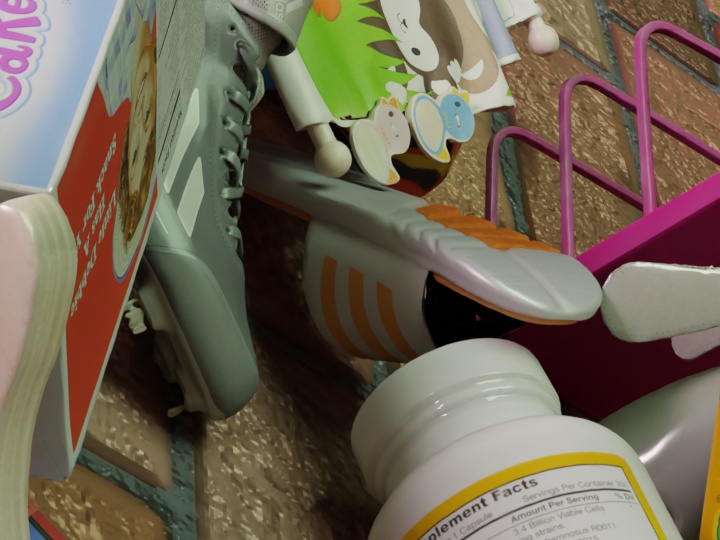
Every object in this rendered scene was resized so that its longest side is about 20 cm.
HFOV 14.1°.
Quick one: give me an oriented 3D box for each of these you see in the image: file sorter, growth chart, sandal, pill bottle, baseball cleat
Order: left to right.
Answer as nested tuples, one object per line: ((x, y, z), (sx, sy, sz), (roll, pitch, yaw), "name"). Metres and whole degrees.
((-0.054, -0.053, 1.005), (0.070, 0.106, 0.201), (107, -39, -76), "baseball cleat")
((0.006, 0.001, 1.071), (0.079, 0.060, 0.206), (8, 11, -43), "sandal")
((0.010, -0.111, 1.128), (0.200, 0.018, 0.145), (-29, 88, -55), "growth chart")
((0.065, 0.121, 0.956), (0.104, 0.104, 0.201), (18, 35, -43), "pill bottle")
((0.160, -0.032, 1.184), (0.139, 0.200, 0.126), (27, 48, -32), "file sorter")

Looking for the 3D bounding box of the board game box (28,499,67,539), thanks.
((-0.072, 0.137, 0.822), (0.200, 0.019, 0.103), (46, 26, 3), "board game box")

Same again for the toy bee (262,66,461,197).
((-0.016, -0.126, 1.205), (0.199, 0.109, 0.131), (31, 30, -26), "toy bee")

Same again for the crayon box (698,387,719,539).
((0.170, 0.129, 0.968), (0.058, 0.118, 0.201), (19, 76, -43), "crayon box")

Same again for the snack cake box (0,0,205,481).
((-0.097, -0.051, 0.874), (0.067, 0.115, 0.201), (9, 44, 5), "snack cake box")

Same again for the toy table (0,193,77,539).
((-0.121, 0.072, 0.683), (0.118, 0.183, 0.200), (64, 15, 4), "toy table")

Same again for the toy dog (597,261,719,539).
((0.112, 0.044, 1.082), (0.096, 0.200, 0.132), (33, -11, 23), "toy dog")
